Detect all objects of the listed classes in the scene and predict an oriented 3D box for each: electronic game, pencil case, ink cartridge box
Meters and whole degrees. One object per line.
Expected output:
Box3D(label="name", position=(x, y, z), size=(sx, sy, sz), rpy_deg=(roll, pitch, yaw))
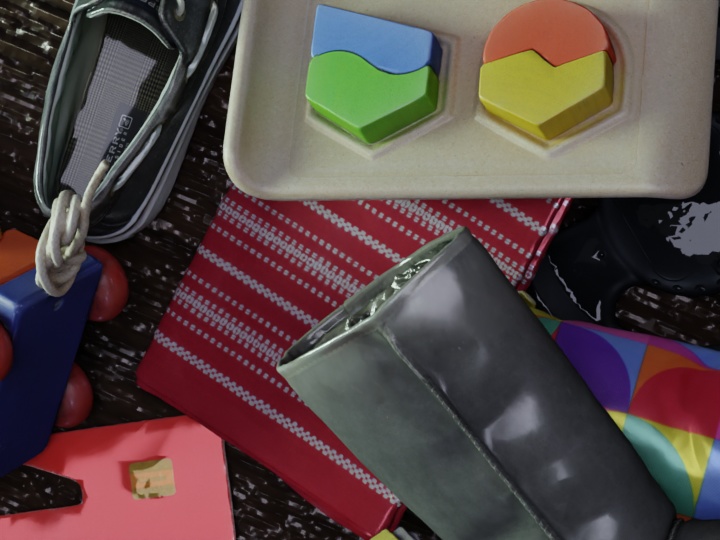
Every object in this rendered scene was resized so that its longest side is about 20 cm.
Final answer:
Box3D(label="electronic game", position=(0.141, -0.029, 1.049), size=(0.200, 0.042, 0.200), rpy_deg=(0, 90, 18))
Box3D(label="pencil case", position=(0.111, 0.060, 0.982), size=(0.200, 0.088, 0.088), rpy_deg=(17, 93, 8))
Box3D(label="ink cartridge box", position=(-0.148, 0.163, 1.101), size=(0.200, 0.045, 0.176), rpy_deg=(-9, 90, 10))

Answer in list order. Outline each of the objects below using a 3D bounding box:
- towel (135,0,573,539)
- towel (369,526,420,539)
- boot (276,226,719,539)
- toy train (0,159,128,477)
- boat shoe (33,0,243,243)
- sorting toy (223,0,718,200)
Box3D(label="towel", position=(0.000, 0.000, 1.067), size=(0.145, 0.022, 0.200), rpy_deg=(32, 100, 21))
Box3D(label="towel", position=(-0.015, 0.206, 0.965), size=(0.200, 0.023, 0.144), rpy_deg=(-36, 73, -10))
Box3D(label="boot", position=(0.091, 0.067, 0.915), size=(0.182, 0.073, 0.200), rpy_deg=(-31, 92, 20))
Box3D(label="toy train", position=(-0.164, -0.009, 1.048), size=(0.116, 0.085, 0.200), rpy_deg=(40, 134, 19))
Box3D(label="boat shoe", position=(-0.089, -0.107, 1.075), size=(0.072, 0.071, 0.200), rpy_deg=(15, 92, 10))
Box3D(label="sorting toy", position=(0.048, -0.119, 1.034), size=(0.200, 0.036, 0.185), rpy_deg=(2, 70, 13))
